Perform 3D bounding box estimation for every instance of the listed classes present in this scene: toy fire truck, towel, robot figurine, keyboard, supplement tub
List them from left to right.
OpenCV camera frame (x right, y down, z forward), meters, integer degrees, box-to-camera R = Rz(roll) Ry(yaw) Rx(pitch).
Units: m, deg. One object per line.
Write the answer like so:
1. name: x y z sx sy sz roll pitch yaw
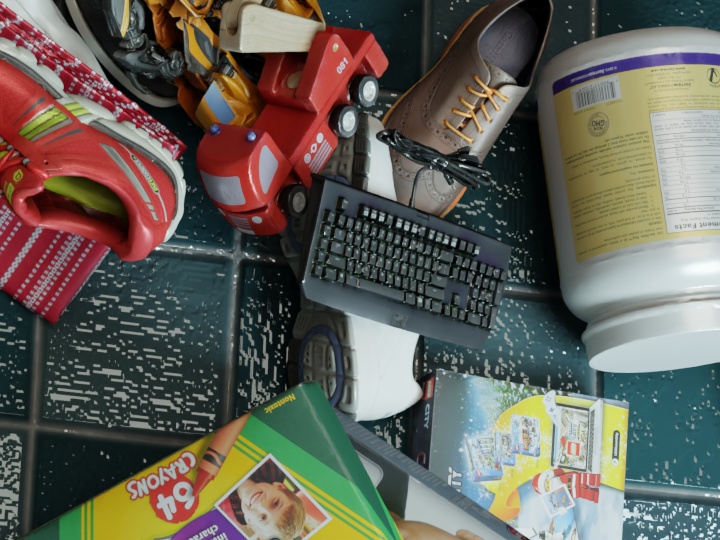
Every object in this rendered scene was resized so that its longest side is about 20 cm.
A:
1. towel: -0.225 -0.079 1.554 0.200 0.022 0.145 37 100 -7
2. robot figurine: -0.082 -0.155 1.597 0.145 0.058 0.200 -61 139 -23
3. toy fire truck: -0.046 -0.137 1.560 0.200 0.049 0.141 -58 138 -24
4. keyboard: 0.034 -0.027 1.598 0.200 0.021 0.127 17 78 -52
5. supplement tub: 0.195 -0.044 1.674 0.145 0.145 0.200 -2 76 -21

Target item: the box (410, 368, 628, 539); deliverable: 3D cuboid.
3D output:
1. box: 0.097 0.172 1.634 0.137 0.038 0.200 11 72 -17

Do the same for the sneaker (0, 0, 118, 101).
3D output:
1. sneaker: -0.209 -0.119 1.593 0.088 0.075 0.200 -36 93 -5

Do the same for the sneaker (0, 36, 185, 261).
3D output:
1. sneaker: -0.195 -0.071 1.491 0.200 0.077 0.085 26 39 -6

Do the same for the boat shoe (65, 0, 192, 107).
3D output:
1. boat shoe: -0.152 -0.201 1.623 0.074 0.060 0.200 -18 81 -52

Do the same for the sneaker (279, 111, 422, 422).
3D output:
1. sneaker: 0.000 0.000 1.626 0.087 0.074 0.200 0 92 -46

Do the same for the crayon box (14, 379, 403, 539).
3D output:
1. crayon box: -0.075 0.187 1.502 0.200 0.058 0.173 -29 85 8

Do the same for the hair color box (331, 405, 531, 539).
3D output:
1. hair color box: 0.019 0.168 1.547 0.200 0.061 0.099 33 94 7

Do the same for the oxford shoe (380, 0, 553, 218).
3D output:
1. oxford shoe: 0.063 -0.105 1.680 0.071 0.073 0.200 33 67 -10
